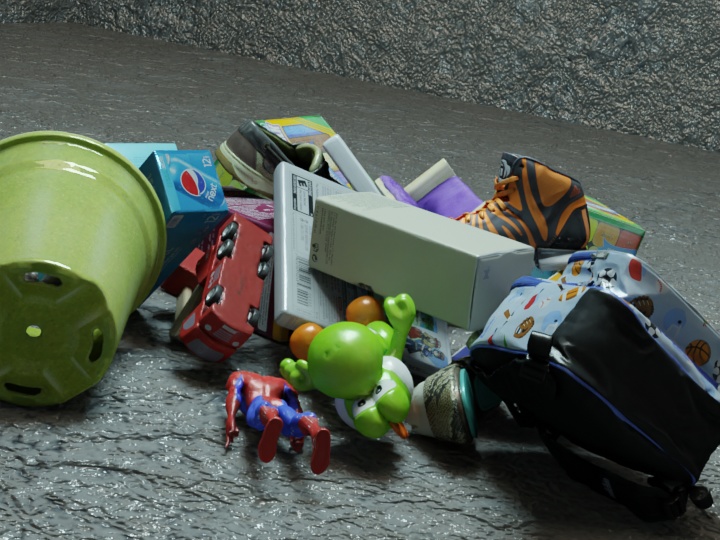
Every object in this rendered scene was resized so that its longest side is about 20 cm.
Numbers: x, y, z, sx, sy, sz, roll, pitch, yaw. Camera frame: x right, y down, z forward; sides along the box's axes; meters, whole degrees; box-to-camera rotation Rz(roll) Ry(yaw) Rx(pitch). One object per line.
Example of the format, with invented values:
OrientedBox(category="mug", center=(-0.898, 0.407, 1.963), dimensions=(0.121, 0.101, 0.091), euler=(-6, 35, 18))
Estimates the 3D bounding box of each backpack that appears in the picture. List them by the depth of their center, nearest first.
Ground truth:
OrientedBox(category="backpack", center=(0.181, 0.074, 1.141), dimensions=(0.200, 0.154, 0.190), euler=(46, -21, -19))

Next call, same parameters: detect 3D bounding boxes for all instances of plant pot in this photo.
OrientedBox(category="plant pot", center=(-0.261, 0.011, 1.216), dimensions=(0.199, 0.202, 0.184), euler=(5, 26, -10))

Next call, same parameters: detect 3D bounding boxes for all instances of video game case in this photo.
OrientedBox(category="video game case", center=(0.000, 0.000, 1.394), dimensions=(0.181, 0.022, 0.201), euler=(21, 41, -23))
OrientedBox(category="video game case", center=(0.026, -0.062, 1.591), dimensions=(0.024, 0.200, 0.182), euler=(-36, 5, 2))

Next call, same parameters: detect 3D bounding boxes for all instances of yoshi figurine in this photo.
OrientedBox(category="yoshi figurine", center=(-0.008, 0.067, 1.201), dimensions=(0.111, 0.113, 0.200), euler=(15, 11, -13))

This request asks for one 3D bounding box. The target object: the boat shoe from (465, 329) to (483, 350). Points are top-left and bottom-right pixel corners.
OrientedBox(category="boat shoe", center=(0.185, 0.078, 1.277), dimensions=(0.200, 0.072, 0.070), euler=(22, 18, -25))

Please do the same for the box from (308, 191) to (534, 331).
OrientedBox(category="box", center=(0.050, -0.012, 1.290), dimensions=(0.082, 0.069, 0.199), euler=(-8, 22, -44))

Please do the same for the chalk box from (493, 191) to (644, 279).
OrientedBox(category="chalk box", center=(0.218, -0.020, 1.607), dimensions=(0.124, 0.125, 0.200), euler=(19, 9, -18))

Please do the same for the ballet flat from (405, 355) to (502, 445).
OrientedBox(category="ballet flat", center=(0.075, 0.110, 1.244), dimensions=(0.075, 0.068, 0.200), euler=(-11, 3, 16))

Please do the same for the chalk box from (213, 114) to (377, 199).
OrientedBox(category="chalk box", center=(-0.101, -0.093, 1.713), dimensions=(0.124, 0.124, 0.200), euler=(52, 29, 16))

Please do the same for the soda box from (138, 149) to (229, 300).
OrientedBox(category="soda box", center=(-0.205, -0.035, 1.392), dimensions=(0.064, 0.068, 0.200), euler=(-3, -26, -39))

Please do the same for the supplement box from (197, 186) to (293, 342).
OrientedBox(category="supplement box", center=(-0.109, -0.011, 1.498), dimensions=(0.085, 0.111, 0.199), euler=(-6, 20, -44))

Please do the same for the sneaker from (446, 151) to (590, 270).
OrientedBox(category="sneaker", center=(0.118, -0.056, 1.394), dimensions=(0.198, 0.113, 0.078), euler=(-5, 10, -8))

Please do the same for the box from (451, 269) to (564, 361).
OrientedBox(category="box", center=(0.163, 0.046, 1.416), dimensions=(0.042, 0.119, 0.200), euler=(53, 24, 8))

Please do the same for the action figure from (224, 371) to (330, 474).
OrientedBox(category="action figure", center=(-0.072, 0.115, 1.150), dimensions=(0.065, 0.052, 0.200), euler=(10, 8, -15))

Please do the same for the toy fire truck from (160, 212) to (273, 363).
OrientedBox(category="toy fire truck", center=(-0.142, 0.023, 1.363), dimensions=(0.049, 0.141, 0.201), euler=(32, 35, -20))

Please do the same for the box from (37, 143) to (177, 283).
OrientedBox(category="box", center=(-0.255, -0.055, 1.467), dimensions=(0.082, 0.049, 0.200), euler=(-3, -26, -38))

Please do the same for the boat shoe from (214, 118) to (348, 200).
OrientedBox(category="boat shoe", center=(-0.063, -0.104, 1.567), dimensions=(0.200, 0.066, 0.072), euler=(23, 27, -42))

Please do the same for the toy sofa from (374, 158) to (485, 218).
OrientedBox(category="toy sofa", center=(0.091, -0.064, 1.610), dimensions=(0.083, 0.098, 0.200), euler=(-37, 21, 2))
